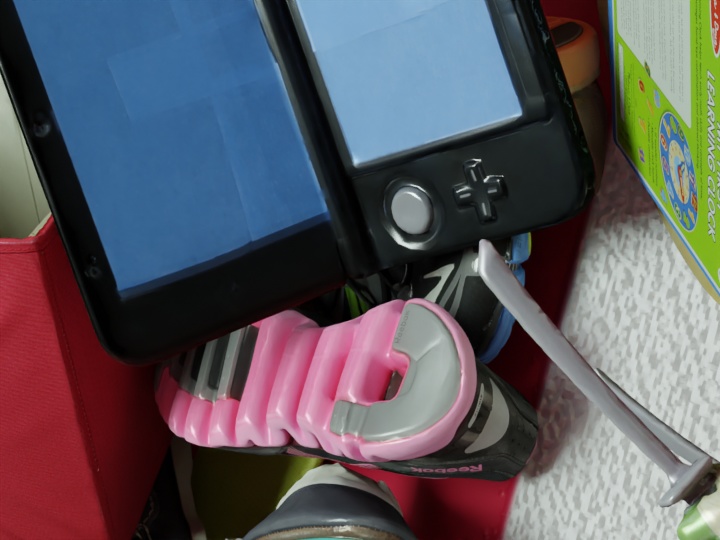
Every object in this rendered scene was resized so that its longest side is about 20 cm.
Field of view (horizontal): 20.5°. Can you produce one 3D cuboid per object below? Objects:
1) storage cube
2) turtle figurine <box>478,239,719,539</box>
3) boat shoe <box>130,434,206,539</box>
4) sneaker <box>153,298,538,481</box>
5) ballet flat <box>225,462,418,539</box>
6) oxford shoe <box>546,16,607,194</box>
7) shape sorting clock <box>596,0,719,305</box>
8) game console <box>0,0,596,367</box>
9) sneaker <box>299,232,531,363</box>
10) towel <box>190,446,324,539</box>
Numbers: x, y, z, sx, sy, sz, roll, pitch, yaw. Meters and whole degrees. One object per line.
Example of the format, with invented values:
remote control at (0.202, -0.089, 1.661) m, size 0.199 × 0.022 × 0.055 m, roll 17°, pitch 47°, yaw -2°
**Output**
storage cube at (-0.174, 0.003, 0.894) m, size 0.201 × 0.169 × 0.181 m, roll -72°, pitch -21°, yaw -51°
turtle figurine at (0.133, 0.096, 0.603) m, size 0.144 × 0.198 × 0.196 m, roll 102°, pitch 165°, yaw -71°
boat shoe at (-0.109, 0.129, 0.920) m, size 0.200 × 0.067 × 0.072 m, roll -111°, pitch 35°, yaw -57°
sneaker at (-0.007, 0.053, 0.840) m, size 0.199 × 0.095 × 0.080 m, roll 10°, pitch 78°, yaw 47°
ballet flat at (-0.022, 0.121, 0.845) m, size 0.200 × 0.072 × 0.074 m, roll 126°, pitch 143°, yaw -56°
oxford shoe at (0.024, -0.067, 0.844) m, size 0.199 × 0.071 × 0.073 m, roll 15°, pitch 125°, yaw 52°
shape sorting clock at (0.124, -0.077, 0.690) m, size 0.200 × 0.039 × 0.202 m, roll 168°, pitch 90°, yaw -83°
game console at (-0.032, -0.085, 0.742) m, size 0.171 × 0.118 × 0.202 m, roll -14°, pitch 99°, yaw 39°
sneaker at (0.000, 0.000, 0.865) m, size 0.199 × 0.082 × 0.071 m, roll 5°, pitch 82°, yaw 54°
towel at (-0.071, 0.143, 0.971) m, size 0.086 × 0.018 × 0.201 m, roll 42°, pitch 112°, yaw 48°
